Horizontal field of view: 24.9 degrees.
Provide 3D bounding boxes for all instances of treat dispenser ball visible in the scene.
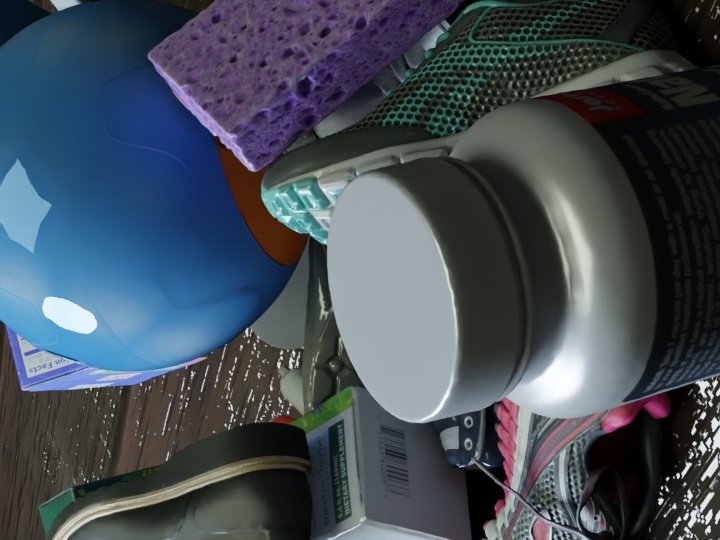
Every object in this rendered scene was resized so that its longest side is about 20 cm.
[{"bbox_3d":[-0.124,-0.046,0.882,0.201,0.201,0.201,34,131,53],"label":"treat dispenser ball"}]

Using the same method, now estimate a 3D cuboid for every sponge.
[{"bbox_3d":[0.001,-0.134,0.751,0.030,0.200,0.112,53,177,-35],"label":"sponge"}]

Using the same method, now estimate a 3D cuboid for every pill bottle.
[{"bbox_3d":[0.096,-0.010,0.607,0.120,0.200,0.120,34,130,53],"label":"pill bottle"}]

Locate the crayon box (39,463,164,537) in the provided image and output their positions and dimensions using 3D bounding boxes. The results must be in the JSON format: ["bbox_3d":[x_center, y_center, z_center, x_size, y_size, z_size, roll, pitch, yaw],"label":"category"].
[{"bbox_3d":[-0.084,0.204,1.036,0.058,0.200,0.173,-32,73,50],"label":"crayon box"}]

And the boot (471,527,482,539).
[{"bbox_3d":[0.037,0.158,0.943,0.200,0.074,0.076,170,97,-65],"label":"boot"}]

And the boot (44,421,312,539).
[{"bbox_3d":[-0.098,0.179,0.863,0.200,0.077,0.138,-35,55,39],"label":"boot"}]

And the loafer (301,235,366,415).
[{"bbox_3d":[0.000,0.000,0.931,0.070,0.070,0.200,-110,31,-75],"label":"loafer"}]

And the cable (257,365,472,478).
[{"bbox_3d":[-0.006,0.102,0.983,0.097,0.050,0.200,-56,25,-8],"label":"cable"}]

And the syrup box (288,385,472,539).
[{"bbox_3d":[-0.033,0.146,0.921,0.200,0.081,0.079,-34,48,40],"label":"syrup box"}]

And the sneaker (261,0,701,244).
[{"bbox_3d":[0.049,-0.073,0.722,0.078,0.200,0.091,60,-165,-60],"label":"sneaker"}]

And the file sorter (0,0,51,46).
[{"bbox_3d":[-0.305,-0.112,1.325,0.139,0.123,0.200,24,-130,-67],"label":"file sorter"}]

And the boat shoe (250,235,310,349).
[{"bbox_3d":[-0.061,-0.048,1.038,0.066,0.072,0.200,-82,-24,-65],"label":"boat shoe"}]

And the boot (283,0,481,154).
[{"bbox_3d":[0.017,-0.138,0.847,0.132,0.070,0.200,-45,32,28],"label":"boot"}]

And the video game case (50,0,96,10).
[{"bbox_3d":[-0.175,-0.266,1.013,0.182,0.022,0.200,56,-141,-64],"label":"video game case"}]

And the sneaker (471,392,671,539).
[{"bbox_3d":[0.102,0.128,0.787,0.075,0.081,0.200,31,128,52],"label":"sneaker"}]

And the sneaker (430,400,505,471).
[{"bbox_3d":[0.071,0.025,0.810,0.200,0.070,0.109,106,146,-54],"label":"sneaker"}]

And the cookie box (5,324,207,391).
[{"bbox_3d":[-0.203,-0.017,1.211,0.171,0.075,0.200,5,-112,-71],"label":"cookie box"}]
